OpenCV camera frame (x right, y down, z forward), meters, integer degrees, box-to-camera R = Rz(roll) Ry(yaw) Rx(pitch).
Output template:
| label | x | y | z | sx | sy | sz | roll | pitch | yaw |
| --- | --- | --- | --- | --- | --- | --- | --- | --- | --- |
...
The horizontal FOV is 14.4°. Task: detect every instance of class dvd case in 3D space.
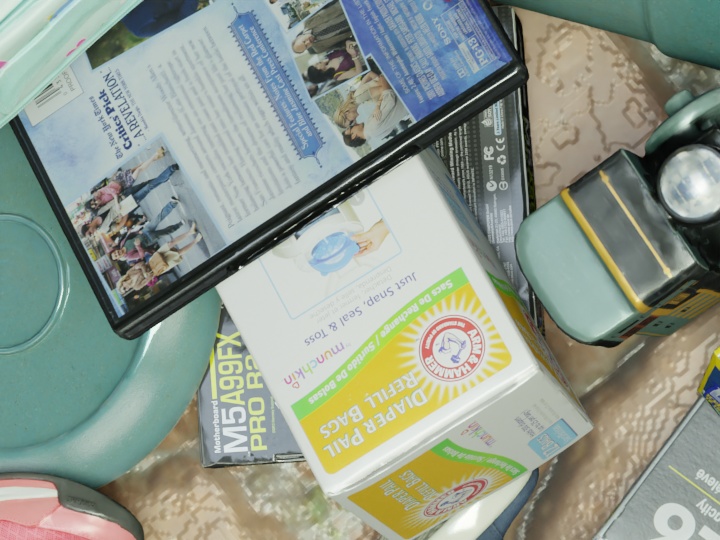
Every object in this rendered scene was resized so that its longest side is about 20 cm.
| label | x | y | z | sx | sy | sz | roll | pitch | yaw |
| --- | --- | --- | --- | --- | --- | --- | --- | --- | --- |
| dvd case | -0.046 | -0.082 | 1.167 | 0.199 | 0.018 | 0.143 | -33 | 68 | 10 |

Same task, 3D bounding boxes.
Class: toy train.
| label | x | y | z | sx | sy | sz | roll | pitch | yaw |
| --- | --- | --- | --- | --- | --- | --- | --- | --- | --- |
| toy train | 0.135 | -0.018 | 1.208 | 0.114 | 0.200 | 0.085 | -34 | 81 | 12 |

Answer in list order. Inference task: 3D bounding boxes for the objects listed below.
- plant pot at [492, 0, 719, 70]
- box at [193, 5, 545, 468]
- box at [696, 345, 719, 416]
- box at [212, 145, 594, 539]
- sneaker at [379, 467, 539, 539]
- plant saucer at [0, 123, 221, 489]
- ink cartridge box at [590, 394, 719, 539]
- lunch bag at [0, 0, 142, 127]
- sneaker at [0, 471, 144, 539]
| label | x | y | z | sx | sy | sz | roll | pitch | yaw |
| --- | --- | --- | --- | --- | --- | --- | --- | --- | --- |
| plant pot | 0.100 | -0.190 | 1.234 | 0.195 | 0.200 | 0.201 | 11 | 89 | 17 |
| box | 0.001 | -0.014 | 1.303 | 0.159 | 0.044 | 0.201 | -5 | 86 | 9 |
| box | 0.243 | 0.006 | 1.229 | 0.200 | 0.064 | 0.070 | -39 | 77 | -12 |
| box | 0.000 | 0.000 | 1.201 | 0.101 | 0.112 | 0.201 | -31 | 67 | 6 |
| sneaker | 0.034 | 0.165 | 1.272 | 0.084 | 0.075 | 0.200 | 33 | 110 | -10 |
| plant saucer | -0.159 | 0.007 | 1.311 | 0.199 | 0.027 | 0.201 | -1 | 88 | 21 |
| ink cartridge box | 0.204 | 0.144 | 1.241 | 0.197 | 0.047 | 0.200 | 36 | 74 | 8 |
| lunch bag | -0.156 | -0.151 | 1.174 | 0.200 | 0.077 | 0.161 | -40 | 73 | 8 |
| sneaker | -0.190 | 0.153 | 1.295 | 0.199 | 0.074 | 0.087 | -12 | 53 | 15 |
